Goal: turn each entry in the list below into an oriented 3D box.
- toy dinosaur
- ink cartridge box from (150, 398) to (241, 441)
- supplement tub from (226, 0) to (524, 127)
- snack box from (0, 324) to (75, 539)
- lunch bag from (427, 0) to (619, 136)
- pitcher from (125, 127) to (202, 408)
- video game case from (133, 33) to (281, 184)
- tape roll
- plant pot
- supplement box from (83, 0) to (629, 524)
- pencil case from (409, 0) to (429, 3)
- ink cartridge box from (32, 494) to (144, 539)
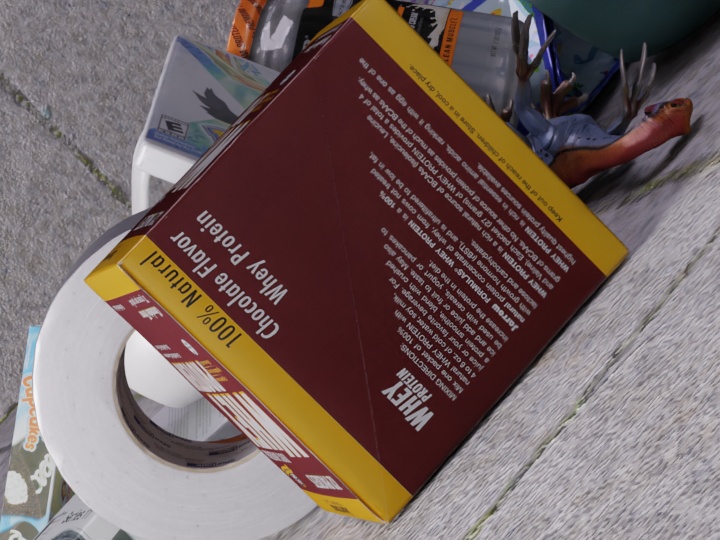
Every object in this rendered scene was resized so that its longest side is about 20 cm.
[{"bbox_3d":[0.143,-0.074,1.337,0.104,0.201,0.182,-10,26,-15],"label":"toy dinosaur"},{"bbox_3d":[-0.088,0.097,1.602,0.173,0.044,0.200,-42,12,5],"label":"ink cartridge box"},{"bbox_3d":[0.010,-0.126,1.479,0.123,0.199,0.123,9,-90,-85],"label":"supplement tub"},{"bbox_3d":[-0.222,0.152,1.538,0.116,0.037,0.201,78,-163,-69],"label":"snack box"},{"bbox_3d":[0.113,-0.154,1.622,0.170,0.127,0.201,-34,29,41],"label":"lunch bag"},{"bbox_3d":[-0.129,-0.013,1.557,0.121,0.171,0.201,37,99,45],"label":"pitcher"},{"bbox_3d":[-0.033,-0.072,1.328,0.183,0.199,0.022,-86,18,-64],"label":"video game case"},{"bbox_3d":[-0.092,0.061,1.279,0.200,0.200,0.066,-44,9,7],"label":"tape roll"},{"bbox_3d":[0.180,-0.240,1.461,0.161,0.200,0.201,-55,5,15],"label":"plant pot"},{"bbox_3d":[-0.006,-0.003,1.172,0.200,0.197,0.133,-48,9,-13],"label":"supplement box"},{"bbox_3d":[0.084,-0.230,1.763,0.199,0.086,0.084,5,16,17],"label":"pencil case"},{"bbox_3d":[-0.186,0.216,1.386,0.200,0.083,0.147,-48,9,-23],"label":"ink cartridge box"}]
